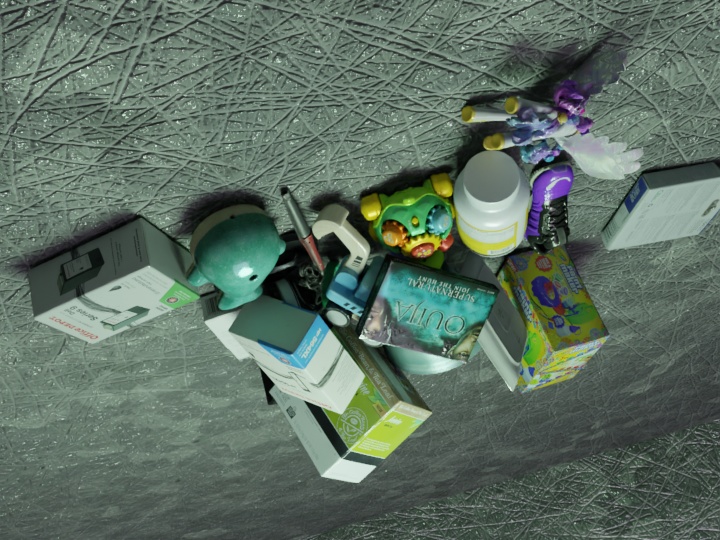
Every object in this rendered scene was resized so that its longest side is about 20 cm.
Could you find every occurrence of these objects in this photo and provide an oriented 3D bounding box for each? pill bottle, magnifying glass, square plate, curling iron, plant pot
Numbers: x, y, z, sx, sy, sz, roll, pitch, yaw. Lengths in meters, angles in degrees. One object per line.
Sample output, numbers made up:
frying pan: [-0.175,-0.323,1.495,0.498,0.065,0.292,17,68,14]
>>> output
pill bottle: [0.195,-0.101,1.387,0.111,0.113,0.200,-17,161,2]
magnifying glass: [-0.041,0.040,1.608,0.022,0.080,0.200,7,166,7]
square plate: [0.230,0.077,1.590,0.028,0.199,0.200,-29,-169,26]
curling iron: [-0.087,-0.044,1.403,0.025,0.050,0.201,16,142,25]
plant pot: [0.115,0.061,1.621,0.198,0.201,0.135,-19,127,6]

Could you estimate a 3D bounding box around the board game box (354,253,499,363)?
board game box: [0.104,0.063,1.444,0.198,0.028,0.136,15,109,-24]

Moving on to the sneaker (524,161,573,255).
sneaker: [0.312,-0.092,1.504,0.069,0.100,0.201,-13,154,-10]

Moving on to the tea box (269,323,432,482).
tea box: [-0.019,0.232,1.651,0.197,0.200,0.133,-45,148,10]

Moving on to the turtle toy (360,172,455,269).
turtle toy: [0.087,-0.059,1.442,0.144,0.102,0.200,-17,153,2]

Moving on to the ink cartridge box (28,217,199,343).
ink cartridge box: [-0.360,0.021,1.366,0.198,0.085,0.146,-23,154,13]

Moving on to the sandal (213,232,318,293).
sandal: [-0.145,-0.001,1.490,0.199,0.043,0.076,-29,151,24]

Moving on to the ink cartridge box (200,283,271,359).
ink cartridge box: [-0.197,0.089,1.628,0.108,0.051,0.200,-18,154,2]

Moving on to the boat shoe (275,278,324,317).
boat shoe: [-0.091,0.049,1.582,0.068,0.074,0.200,-28,158,1]

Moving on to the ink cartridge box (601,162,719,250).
ink cartridge box: [0.555,-0.116,1.663,0.198,0.044,0.197,-11,152,-16]

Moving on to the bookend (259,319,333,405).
bookend: [-0.069,0.172,1.810,0.198,0.093,0.199,-1,150,-29]

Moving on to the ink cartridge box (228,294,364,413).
ink cartridge box: [-0.101,0.137,1.521,0.145,0.085,0.200,15,152,36]

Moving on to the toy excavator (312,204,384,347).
toy excavator: [0.000,0.000,1.453,0.193,0.100,0.200,29,143,-2]

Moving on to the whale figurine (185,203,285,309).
whale figurine: [-0.176,-0.002,1.368,0.158,0.104,0.201,-21,145,-20]

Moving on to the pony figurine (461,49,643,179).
pony figurine: [0.265,-0.201,1.249,0.198,0.168,0.193,-5,-176,-27]

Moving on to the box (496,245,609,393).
box: [0.342,0.090,1.751,0.121,0.201,0.193,-13,154,-17]
